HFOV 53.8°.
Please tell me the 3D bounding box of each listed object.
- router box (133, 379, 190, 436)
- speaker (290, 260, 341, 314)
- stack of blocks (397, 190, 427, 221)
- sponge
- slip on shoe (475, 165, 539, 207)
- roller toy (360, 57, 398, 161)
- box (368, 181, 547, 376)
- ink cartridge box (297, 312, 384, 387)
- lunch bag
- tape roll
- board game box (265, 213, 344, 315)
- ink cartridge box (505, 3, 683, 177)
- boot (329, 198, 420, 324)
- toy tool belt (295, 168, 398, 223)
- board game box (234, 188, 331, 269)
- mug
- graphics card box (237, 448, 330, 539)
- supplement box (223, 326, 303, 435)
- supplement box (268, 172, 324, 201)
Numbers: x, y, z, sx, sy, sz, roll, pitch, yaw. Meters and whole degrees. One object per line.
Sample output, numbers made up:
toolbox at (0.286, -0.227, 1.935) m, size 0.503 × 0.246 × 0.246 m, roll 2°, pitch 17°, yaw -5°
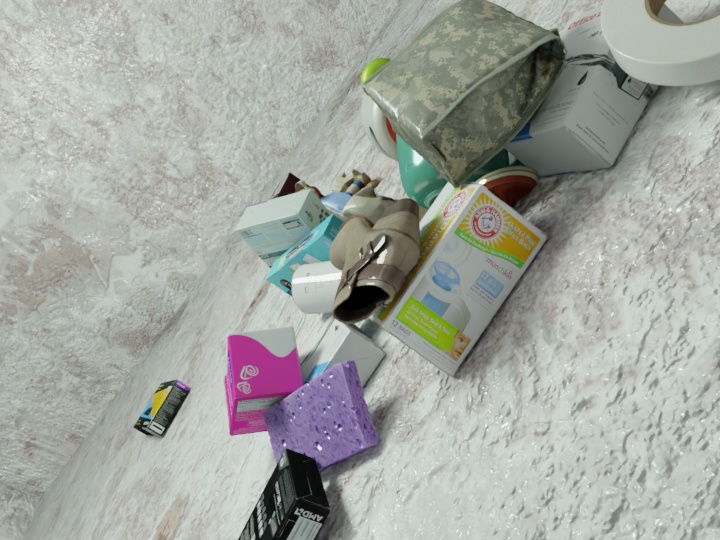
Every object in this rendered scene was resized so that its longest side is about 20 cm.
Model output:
router box at (-0.553, 0.382, 1.969) m, size 0.200 × 0.051 × 0.149 m, roll -22°, pitch 36°, yaw 60°
speaker at (-0.006, 0.020, 1.056) m, size 0.200 × 0.081 × 0.081 m, roll -8°, pitch 46°, yaw 37°
stack of blocks at (0.128, -0.146, 1.145) m, size 0.200 × 0.059 × 0.115 m, roll -54°, pitch 18°, yaw 6°
sponge at (-0.058, 0.209, 0.949) m, size 0.200 × 0.030 × 0.112 m, roll -38°, pitch 64°, yaw 42°
slip on shoe at (0.158, -0.070, 0.942) m, size 0.200 × 0.074 × 0.061 m, roll -38°, pitch 52°, yaw 37°
roller toy at (0.102, -0.279, 1.253) m, size 0.140 × 0.200 × 0.183 m, roll -125°, pitch 35°, yaw -71°
box at (0.108, 0.004, 0.848) m, size 0.200 × 0.112 × 0.101 m, roll -55°, pitch 17°, yaw -2°
ink cartridge box at (-0.046, 0.131, 1.092) m, size 0.116 × 0.067 × 0.200 m, roll -57°, pitch 18°, yaw -1°
lunch bag at (0.129, -0.226, 0.849) m, size 0.200 × 0.118 × 0.164 m, roll -42°, pitch 44°, yaw 4°
tape roll at (0.347, -0.277, 0.717) m, size 0.202 × 0.037 × 0.203 m, roll -20°, pitch 52°, yaw 27°
board game box at (-0.044, 0.004, 1.174) m, size 0.200 × 0.151 × 0.047 m, roll -33°, pitch 28°, yaw 50°
ink cartridge box at (0.277, -0.221, 0.858) m, size 0.200 × 0.086 × 0.146 m, roll -60°, pitch 18°, yaw -9°
boot at (0.000, 0.000, 0.842) m, size 0.200 × 0.070 × 0.146 m, roll -39°, pitch 24°, yaw 51°
toy tool belt at (-0.010, -0.122, 1.274) m, size 0.123 × 0.200 × 0.125 m, roll -43°, pitch -34°, yaw -29°
board game box at (-0.097, -0.039, 1.241) m, size 0.147 × 0.200 × 0.064 m, roll -9°, pitch 44°, yaw 35°
mug at (0.140, -0.152, 0.979) m, size 0.185 × 0.152 × 0.115 m, roll -23°, pitch 63°, yaw 44°
graphics card box at (-0.110, 0.338, 0.879) m, size 0.200 × 0.051 × 0.125 m, roll -64°, pitch 16°, yaw 7°
supplement box at (-0.152, 0.173, 1.083) m, size 0.200 × 0.103 × 0.101 m, roll 114°, pitch 148°, yaw -59°
supplement box at (-0.084, -0.082, 1.345) m, size 0.061 × 0.200 × 0.109 m, roll -34°, pitch 27°, yaw 50°
